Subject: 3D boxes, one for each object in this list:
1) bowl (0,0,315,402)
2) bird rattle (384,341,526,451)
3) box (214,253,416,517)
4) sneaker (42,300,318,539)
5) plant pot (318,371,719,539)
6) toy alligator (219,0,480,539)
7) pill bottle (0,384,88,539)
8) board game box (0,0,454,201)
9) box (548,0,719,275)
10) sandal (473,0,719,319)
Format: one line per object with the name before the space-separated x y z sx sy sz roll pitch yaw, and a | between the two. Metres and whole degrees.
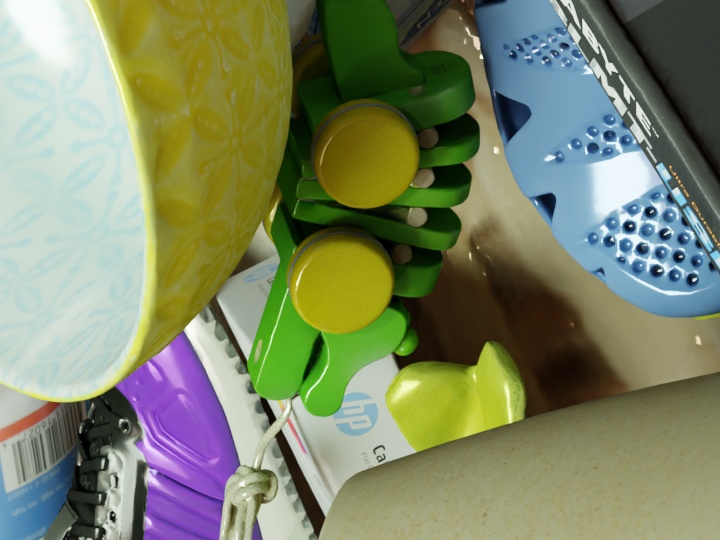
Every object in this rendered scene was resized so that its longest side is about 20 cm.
bowl | -0.077 -0.076 0.823 0.200 0.108 0.200 34 139 37
bird rattle | 0.111 0.084 0.899 0.163 0.200 0.113 -35 51 39
box | 0.018 0.100 1.026 0.200 0.041 0.156 63 175 -16
sneaker | -0.077 0.080 1.095 0.070 0.099 0.200 -124 11 -67
plant pot | 0.092 0.102 0.753 0.200 0.187 0.188 1 123 16
toy alligator | 0.000 0.000 0.877 0.054 0.059 0.200 4 116 -14
pill bottle | -0.155 0.108 1.179 0.112 0.112 0.200 19 130 30
board game box | -0.085 -0.108 0.920 0.200 0.200 0.041 44 179 6
box | 0.164 -0.050 0.658 0.199 0.200 0.050 60 176 18
sandal | 0.059 -0.078 0.840 0.079 0.087 0.200 -27 84 9
